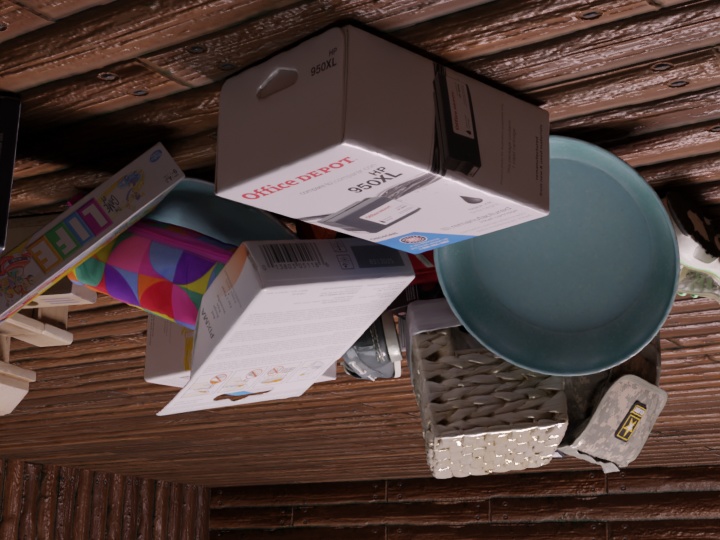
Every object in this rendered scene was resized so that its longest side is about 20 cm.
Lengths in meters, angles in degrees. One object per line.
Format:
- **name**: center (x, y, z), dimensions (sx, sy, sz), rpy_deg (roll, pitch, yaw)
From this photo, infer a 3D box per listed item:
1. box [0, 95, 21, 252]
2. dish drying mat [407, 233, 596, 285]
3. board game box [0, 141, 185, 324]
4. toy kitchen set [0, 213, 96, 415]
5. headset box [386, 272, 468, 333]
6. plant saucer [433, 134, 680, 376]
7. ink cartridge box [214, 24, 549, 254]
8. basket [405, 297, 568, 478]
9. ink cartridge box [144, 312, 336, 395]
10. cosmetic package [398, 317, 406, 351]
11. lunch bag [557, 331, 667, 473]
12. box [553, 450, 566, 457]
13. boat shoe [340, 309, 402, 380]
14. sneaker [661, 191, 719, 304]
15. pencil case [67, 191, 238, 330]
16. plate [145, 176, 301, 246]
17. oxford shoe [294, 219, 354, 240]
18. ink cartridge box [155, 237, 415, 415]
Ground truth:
- **box**: center (-0.376, -0.060, 0.914), dimensions (0.196, 0.125, 0.200), rpy_deg (10, 162, -25)
- **dish drying mat**: center (0.104, -0.033, 1.048), dimensions (0.198, 0.078, 0.018), rpy_deg (-8, 164, 30)
- **board game box**: center (-0.236, -0.016, 0.961), dimensions (0.200, 0.034, 0.134), rpy_deg (-40, -174, -21)
- **toy kitchen set**: center (-0.315, 0.055, 1.244), dimensions (0.178, 0.165, 0.200), rpy_deg (-4, 164, 20)
- **headset box**: center (0.139, -0.003, 1.119), dimensions (0.198, 0.076, 0.148), rpy_deg (-16, 157, 26)
- **plant saucer**: center (0.157, -0.015, 0.979), dimensions (0.198, 0.202, 0.036), rpy_deg (-6, -161, 26)
- **ink cartridge box**: center (0.016, -0.083, 0.862), dimensions (0.198, 0.085, 0.144), rpy_deg (15, 159, -39)
- **basket**: center (0.114, 0.109, 1.123), dimensions (0.134, 0.125, 0.200), rpy_deg (-7, 159, 1)
- **ink cartridge box**: center (-0.116, 0.052, 1.286), dimensions (0.199, 0.127, 0.128), rpy_deg (-14, 159, 43)
- **cosmetic package**: center (0.100, 0.054, 1.327), dimensions (0.081, 0.051, 0.200), rpy_deg (-2, 180, 13)
- **lunch bag**: center (0.255, 0.108, 1.318), dimensions (0.116, 0.203, 0.163), rpy_deg (-8, 162, 32)
- **box**: center (0.216, 0.134, 1.487), dimensions (0.048, 0.163, 0.200), rpy_deg (-3, 163, 18)
- **boat shoe**: center (0.007, 0.075, 1.234), dimensions (0.061, 0.074, 0.200), rpy_deg (-13, 172, -2)
- **sneaker**: center (0.287, -0.006, 1.112), dimensions (0.088, 0.078, 0.199), rpy_deg (-26, 145, 24)
- **pencil case**: center (-0.170, -0.001, 1.073), dimensions (0.198, 0.089, 0.088), rpy_deg (19, 171, 20)
- **plate**: center (-0.107, -0.014, 1.100), dimensions (0.198, 0.026, 0.201), rpy_deg (23, 145, 17)
- **oxford shoe**: center (-0.014, -0.057, 1.030), dimensions (0.072, 0.072, 0.200), rpy_deg (-20, 169, -10)
- **ink cartridge box**: center (-0.069, 0.046, 1.022), dimensions (0.161, 0.051, 0.200), rpy_deg (-4, 150, -41)
